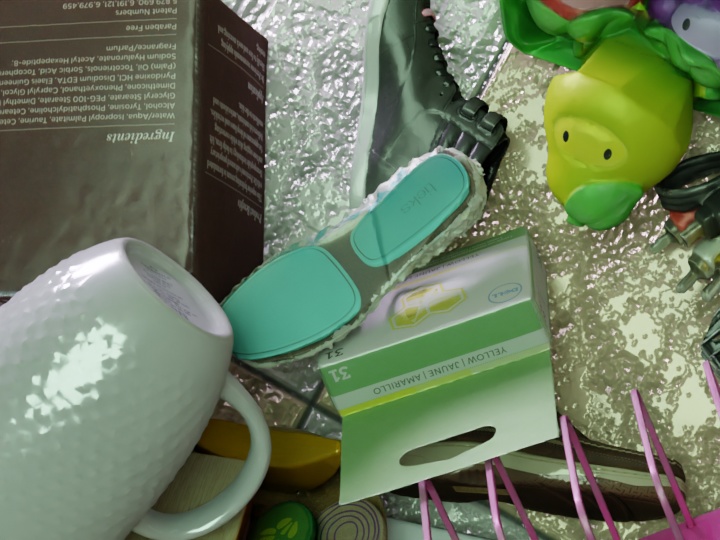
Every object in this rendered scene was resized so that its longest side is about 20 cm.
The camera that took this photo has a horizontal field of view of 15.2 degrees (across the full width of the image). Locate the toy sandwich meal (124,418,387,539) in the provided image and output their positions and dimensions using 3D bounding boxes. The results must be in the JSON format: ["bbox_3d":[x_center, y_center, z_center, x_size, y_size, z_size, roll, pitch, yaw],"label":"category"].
[{"bbox_3d":[-0.083,0.166,1.694,0.204,0.070,0.206,-9,53,12],"label":"toy sandwich meal"}]

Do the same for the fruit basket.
[{"bbox_3d":[0.170,-0.135,1.688,0.214,0.156,0.217,-4,58,7],"label":"fruit basket"}]

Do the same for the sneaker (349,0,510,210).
[{"bbox_3d":[0.053,-0.122,1.761,0.099,0.071,0.201,5,89,13],"label":"sneaker"}]

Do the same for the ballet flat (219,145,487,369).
[{"bbox_3d":[0.000,0.000,1.698,0.199,0.072,0.072,-34,75,4],"label":"ballet flat"}]

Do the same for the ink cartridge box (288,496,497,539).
[{"bbox_3d":[0.028,0.260,1.722,0.198,0.041,0.201,9,84,16],"label":"ink cartridge box"}]

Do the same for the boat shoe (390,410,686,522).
[{"bbox_3d":[0.108,0.108,1.710,0.201,0.075,0.075,6,69,10],"label":"boat shoe"}]

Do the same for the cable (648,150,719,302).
[{"bbox_3d":[0.268,-0.062,1.717,0.199,0.050,0.097,-34,41,-7],"label":"cable"}]

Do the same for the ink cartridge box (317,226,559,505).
[{"bbox_3d":[0.047,0.056,1.676,0.145,0.200,0.048,-19,114,10],"label":"ink cartridge box"}]

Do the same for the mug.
[{"bbox_3d":[-0.145,0.088,1.616,0.200,0.148,0.175,36,104,-24],"label":"mug"}]

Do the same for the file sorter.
[{"bbox_3d":[0.144,0.158,1.594,0.199,0.139,0.126,-22,113,8],"label":"file sorter"}]

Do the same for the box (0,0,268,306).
[{"bbox_3d":[-0.158,-0.071,1.754,0.163,0.166,0.201,-1,81,13],"label":"box"}]

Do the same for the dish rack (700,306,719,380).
[{"bbox_3d":[0.314,0.075,1.672,0.153,0.055,0.200,-38,73,5],"label":"dish rack"}]
